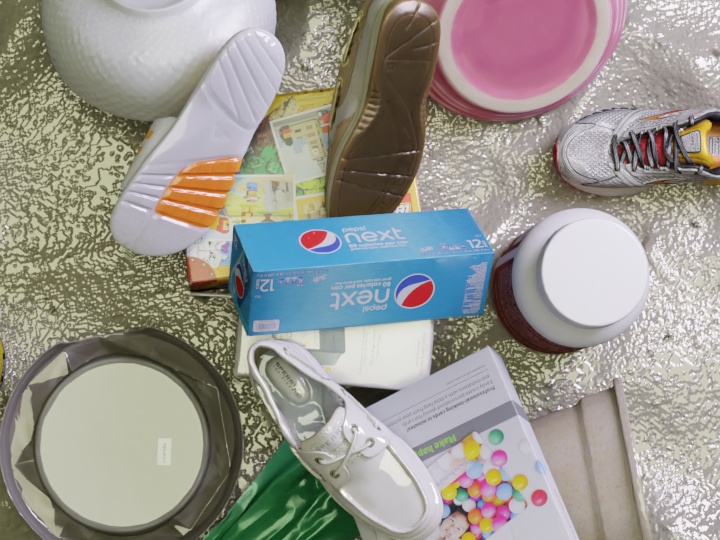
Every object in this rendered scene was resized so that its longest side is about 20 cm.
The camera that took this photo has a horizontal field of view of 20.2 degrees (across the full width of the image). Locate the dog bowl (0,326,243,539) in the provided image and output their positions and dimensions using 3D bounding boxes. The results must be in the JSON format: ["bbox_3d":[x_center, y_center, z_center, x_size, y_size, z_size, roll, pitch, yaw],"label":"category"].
[{"bbox_3d":[-0.197,0.145,1.680,0.199,0.059,0.201,0,86,-4],"label":"dog bowl"}]

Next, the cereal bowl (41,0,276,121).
[{"bbox_3d":[-0.169,-0.227,1.665,0.199,0.083,0.201,0,61,1],"label":"cereal bowl"}]

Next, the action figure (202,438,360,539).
[{"bbox_3d":[-0.083,0.225,1.680,0.200,0.055,0.118,-42,100,3],"label":"action figure"}]

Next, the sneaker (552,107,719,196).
[{"bbox_3d":[0.263,-0.109,1.722,0.199,0.082,0.078,-6,86,-4],"label":"sneaker"}]

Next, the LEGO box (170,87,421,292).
[{"bbox_3d":[-0.055,-0.071,1.698,0.199,0.077,0.150,-8,85,-5],"label":"LEGO box"}]

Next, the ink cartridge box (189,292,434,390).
[{"bbox_3d":[-0.044,0.058,1.668,0.199,0.117,0.068,6,89,-3],"label":"ink cartridge box"}]

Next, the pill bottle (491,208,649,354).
[{"bbox_3d":[0.173,0.010,1.646,0.112,0.200,0.113,0,86,-4],"label":"pill bottle"}]

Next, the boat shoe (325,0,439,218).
[{"bbox_3d":[0.012,-0.128,1.622,0.074,0.066,0.201,8,110,-28],"label":"boat shoe"}]

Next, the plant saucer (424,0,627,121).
[{"bbox_3d":[0.131,-0.209,1.684,0.200,0.051,0.201,-6,123,-9],"label":"plant saucer"}]

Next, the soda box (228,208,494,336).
[{"bbox_3d":[0.000,0.000,1.602,0.199,0.068,0.064,-4,126,-18],"label":"soda box"}]

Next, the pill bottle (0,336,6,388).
[{"bbox_3d":[-0.346,0.071,1.604,0.112,0.200,0.113,0,86,-4],"label":"pill bottle"}]

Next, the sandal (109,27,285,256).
[{"bbox_3d":[-0.130,-0.105,1.627,0.079,0.059,0.207,31,94,-28],"label":"sandal"}]

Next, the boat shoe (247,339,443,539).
[{"bbox_3d":[-0.020,0.131,1.550,0.200,0.069,0.071,43,92,16],"label":"boat shoe"}]

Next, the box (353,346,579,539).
[{"bbox_3d":[0.074,0.183,1.566,0.156,0.041,0.201,-27,69,13],"label":"box"}]

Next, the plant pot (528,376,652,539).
[{"bbox_3d":[0.141,0.201,1.648,0.183,0.200,0.201,-10,86,7],"label":"plant pot"}]
